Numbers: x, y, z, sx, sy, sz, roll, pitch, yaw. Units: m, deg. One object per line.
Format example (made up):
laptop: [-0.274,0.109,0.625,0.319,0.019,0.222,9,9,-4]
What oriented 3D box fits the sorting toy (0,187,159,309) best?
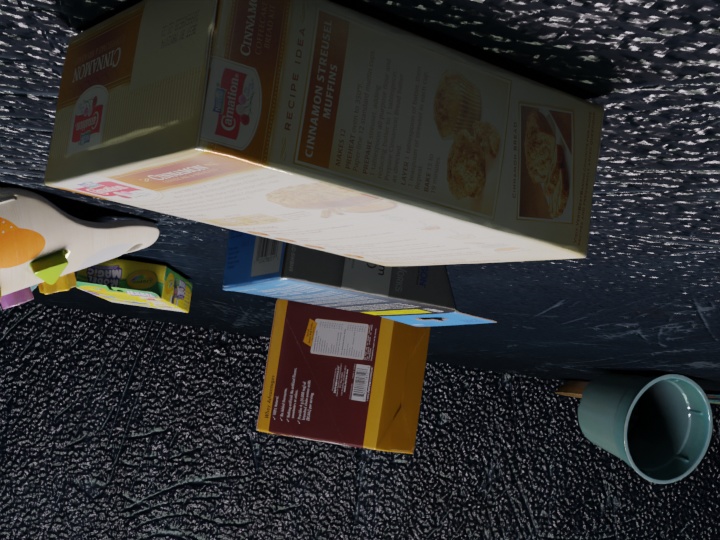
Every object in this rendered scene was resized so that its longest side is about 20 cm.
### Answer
sorting toy: [-0.293,-0.023,1.112,0.178,0.108,0.200,-10,-178,-27]

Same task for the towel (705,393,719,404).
towel: [0.794,0.282,2.535,0.199,0.022,0.146,11,173,-39]

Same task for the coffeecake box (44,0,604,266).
coffeecake box: [-0.017,-0.056,0.520,0.199,0.074,0.153,13,172,-35]

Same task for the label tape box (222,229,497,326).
label tape box: [0.000,0.000,0.988,0.198,0.064,0.144,11,172,-25]

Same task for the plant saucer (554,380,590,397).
plant saucer: [0.564,0.288,2.765,0.198,0.036,0.200,7,173,1]

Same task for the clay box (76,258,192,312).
clay box: [-0.295,0.017,1.517,0.114,0.048,0.200,8,172,3]

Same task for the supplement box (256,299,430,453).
supplement box: [-0.023,0.155,1.703,0.198,0.200,0.133,5,172,28]

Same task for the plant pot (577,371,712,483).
plant pot: [0.525,0.282,2.200,0.198,0.203,0.196,11,180,-23]
